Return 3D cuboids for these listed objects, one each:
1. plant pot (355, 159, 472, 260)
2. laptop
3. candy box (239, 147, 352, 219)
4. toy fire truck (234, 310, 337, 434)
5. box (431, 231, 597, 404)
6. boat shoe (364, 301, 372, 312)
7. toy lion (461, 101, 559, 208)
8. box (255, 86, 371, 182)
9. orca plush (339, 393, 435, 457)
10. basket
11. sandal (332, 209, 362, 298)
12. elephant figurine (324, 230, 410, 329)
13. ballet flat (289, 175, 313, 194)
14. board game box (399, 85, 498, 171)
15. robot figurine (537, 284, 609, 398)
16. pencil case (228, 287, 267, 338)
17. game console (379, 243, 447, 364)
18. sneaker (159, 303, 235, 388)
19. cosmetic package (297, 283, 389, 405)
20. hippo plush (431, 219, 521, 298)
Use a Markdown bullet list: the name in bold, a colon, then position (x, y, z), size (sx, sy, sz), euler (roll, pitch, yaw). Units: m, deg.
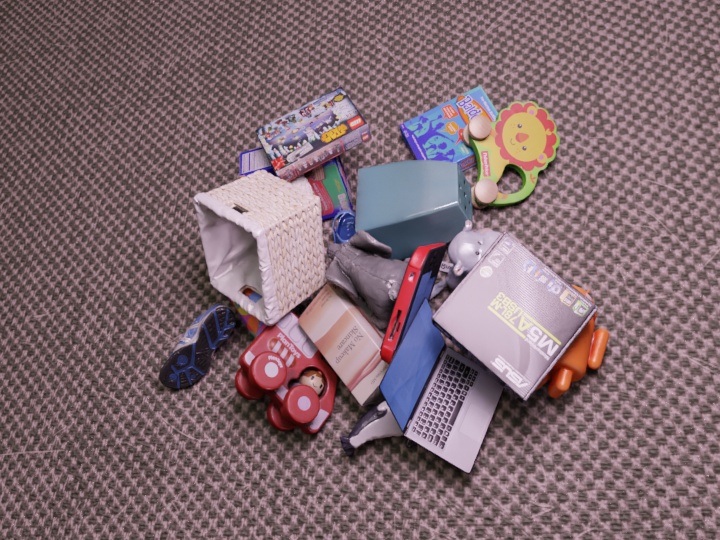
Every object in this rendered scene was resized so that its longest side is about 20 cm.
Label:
- **plant pot**: position (0.108, -0.123, 1.354), size (0.195, 0.141, 0.145), euler (-12, 59, 25)
- **laptop**: position (0.142, 0.189, 1.173), size (0.197, 0.117, 0.189), euler (29, 58, 6)
- **candy box**: position (-0.131, -0.178, 1.454), size (0.195, 0.171, 0.078), euler (-13, 47, 8)
- **toy fire truck**: position (-0.120, 0.184, 1.285), size (0.200, 0.112, 0.169), euler (45, 58, -7)
- **box**: position (0.247, 0.073, 1.148), size (0.199, 0.048, 0.193), euler (41, 79, 16)
- **boat shoe**: position (0.058, 0.032, 1.358), size (0.069, 0.071, 0.201), euler (37, 85, 27)
- **toy lion**: position (0.304, -0.233, 1.411), size (0.186, 0.069, 0.206), euler (-4, 84, -5)
- **box**: position (-0.093, -0.263, 1.370), size (0.197, 0.040, 0.138), euler (-28, 52, -5)
- **orca plush**: position (0.055, 0.263, 1.256), size (0.198, 0.071, 0.106), euler (-37, 104, -1)
- **basket**: position (-0.177, -0.047, 1.297), size (0.159, 0.204, 0.196), euler (-30, 42, -35)
- **sandal**: position (-0.023, -0.038, 1.405), size (0.077, 0.088, 0.205), euler (-12, 62, 5)
- **elephant figurine**: position (0.000, 0.000, 1.261), size (0.198, 0.157, 0.141), euler (35, 47, 13)
- **ballet flat**: position (-0.116, -0.102, 1.399), size (0.070, 0.204, 0.072), euler (-10, 29, 6)
- **board game box**: position (0.200, -0.284, 1.496), size (0.196, 0.045, 0.154), euler (-26, 60, 0)
- **robot figurine**: position (0.337, 0.109, 1.214), size (0.141, 0.116, 0.204), euler (0, 61, 40)
- **pencil case**: position (-0.210, 0.067, 1.401), size (0.088, 0.089, 0.201), euler (-36, 60, -6)
- **game console**: position (0.095, 0.054, 1.202), size (0.030, 0.176, 0.205), euler (22, 101, 19)
- **sneaker**: position (-0.320, 0.150, 1.405), size (0.200, 0.076, 0.077), euler (-47, 22, -1)
- **cosmetic package**: position (-0.011, 0.130, 1.279), size (0.201, 0.087, 0.104), euler (48, 109, 22)
- **hippo plush**: position (0.216, -0.033, 1.294), size (0.195, 0.162, 0.163), euler (8, 65, 18)
